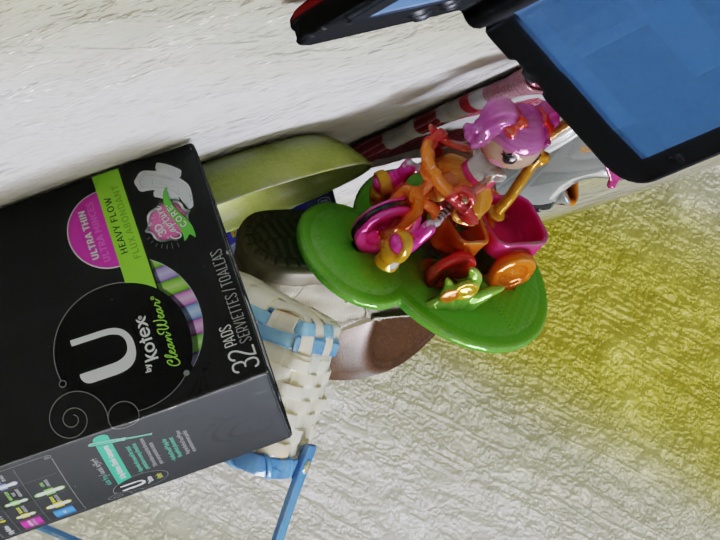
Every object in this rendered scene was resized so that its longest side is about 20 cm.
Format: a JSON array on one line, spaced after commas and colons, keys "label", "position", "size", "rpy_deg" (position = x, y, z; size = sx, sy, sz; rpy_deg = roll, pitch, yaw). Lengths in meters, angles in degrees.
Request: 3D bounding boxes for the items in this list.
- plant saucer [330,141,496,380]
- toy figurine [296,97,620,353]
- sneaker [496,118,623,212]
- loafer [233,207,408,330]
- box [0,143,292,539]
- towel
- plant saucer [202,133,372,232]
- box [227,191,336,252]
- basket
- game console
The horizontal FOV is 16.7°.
[{"label": "plant saucer", "position": [0.038, 0.003, 1.723], "size": [0.200, 0.037, 0.201], "rpy_deg": [-44, 157, -25]}, {"label": "toy figurine", "position": [0.084, -0.063, 1.521], "size": [0.199, 0.151, 0.184], "rpy_deg": [3, 139, -39]}, {"label": "sneaker", "position": [0.110, -0.071, 1.806], "size": [0.199, 0.080, 0.074], "rpy_deg": [-19, -164, 34]}, {"label": "loafer", "position": [0.000, 0.000, 1.603], "size": [0.199, 0.076, 0.068], "rpy_deg": [5, 138, -29]}, {"label": "box", "position": [-0.158, 0.045, 1.376], "size": [0.199, 0.149, 0.124], "rpy_deg": [-19, 158, -2]}, {"label": "towel", "position": [0.080, -0.104, 1.673], "size": [0.199, 0.023, 0.144], "rpy_deg": [-22, 175, 40]}, {"label": "plant saucer", "position": [-0.090, -0.046, 1.542], "size": [0.199, 0.031, 0.200], "rpy_deg": [-20, 176, -1]}, {"label": "box", "position": [-0.109, -0.004, 1.696], "size": [0.199, 0.071, 0.064], "rpy_deg": [-16, 179, -9]}, {"label": "basket", "position": [-0.105, 0.096, 1.501], "size": [0.201, 0.175, 0.139], "rpy_deg": [-63, 166, 1]}, {"label": "game console", "position": [0.100, -0.097, 1.005], "size": [0.172, 0.119, 0.200], "rpy_deg": [-17, 176, -39]}]
